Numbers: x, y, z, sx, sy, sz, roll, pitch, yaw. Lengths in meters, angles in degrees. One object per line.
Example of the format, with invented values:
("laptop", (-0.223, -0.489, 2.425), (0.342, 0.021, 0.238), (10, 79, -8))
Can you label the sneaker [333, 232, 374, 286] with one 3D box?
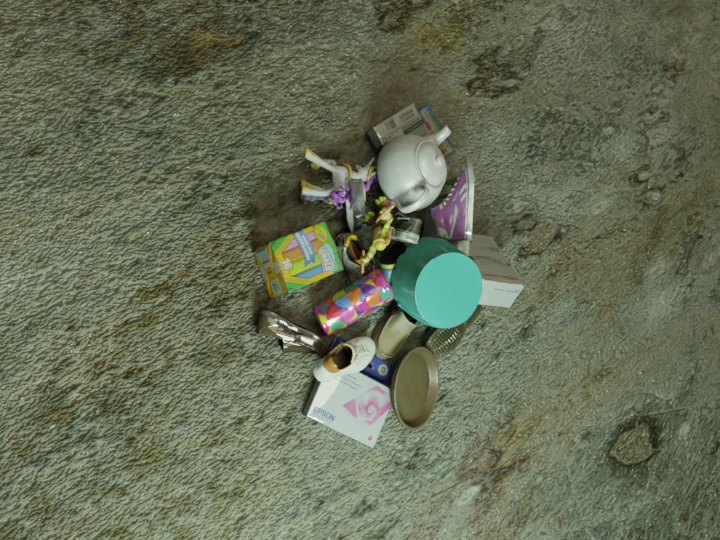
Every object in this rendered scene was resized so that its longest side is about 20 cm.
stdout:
("sneaker", (0.000, 0.000, 1.694), (0.078, 0.082, 0.202), (-38, 101, -29))

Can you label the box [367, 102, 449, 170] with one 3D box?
("box", (0.128, -0.314, 1.822), (0.155, 0.041, 0.202), (-36, 98, -28))

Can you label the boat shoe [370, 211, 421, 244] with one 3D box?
("boat shoe", (0.091, -0.108, 1.693), (0.070, 0.199, 0.065), (18, 90, -29))

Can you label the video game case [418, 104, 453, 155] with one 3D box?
("video game case", (0.150, -0.342, 1.872), (0.199, 0.018, 0.145), (-37, 99, -28))

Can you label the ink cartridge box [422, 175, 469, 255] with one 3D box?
("ink cartridge box", (0.224, -0.132, 1.801), (0.047, 0.144, 0.205), (17, 73, -34))

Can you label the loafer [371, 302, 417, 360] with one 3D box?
("loafer", (0.096, 0.134, 1.731), (0.076, 0.067, 0.202), (39, 66, -17))

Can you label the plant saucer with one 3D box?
("plant saucer", (0.132, 0.289, 1.708), (0.198, 0.029, 0.205), (-2, 93, -51))

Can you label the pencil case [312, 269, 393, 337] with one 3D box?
("pencil case", (-0.019, 0.078, 1.636), (0.197, 0.088, 0.090), (-30, 96, -4))

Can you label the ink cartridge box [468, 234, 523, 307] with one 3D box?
("ink cartridge box", (0.312, -0.003, 1.802), (0.142, 0.084, 0.202), (7, 38, -27))

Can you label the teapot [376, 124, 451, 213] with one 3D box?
("teapot", (0.143, -0.244, 1.690), (0.195, 0.144, 0.205), (-10, 88, -46))

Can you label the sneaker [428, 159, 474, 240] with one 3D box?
("sneaker", (0.225, -0.177, 1.709), (0.111, 0.073, 0.205), (3, 77, 11))

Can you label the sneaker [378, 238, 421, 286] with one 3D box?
("sneaker", (0.105, -0.020, 1.761), (0.200, 0.065, 0.080), (-39, 131, -49))

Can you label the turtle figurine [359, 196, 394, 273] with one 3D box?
("turtle figurine", (0.049, -0.101, 1.613), (0.063, 0.202, 0.163), (14, 37, -10))

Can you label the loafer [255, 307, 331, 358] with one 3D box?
("loafer", (-0.159, 0.158, 1.596), (0.198, 0.073, 0.072), (30, 80, -16))

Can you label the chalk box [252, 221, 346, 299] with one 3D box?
("chalk box", (-0.127, -0.032, 1.609), (0.197, 0.124, 0.126), (-24, 93, -30))

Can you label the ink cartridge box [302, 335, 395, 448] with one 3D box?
("ink cartridge box", (-0.014, 0.289, 1.647), (0.194, 0.043, 0.203), (29, 78, -20))

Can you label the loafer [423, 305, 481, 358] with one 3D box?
("loafer", (0.235, 0.145, 1.802), (0.200, 0.067, 0.076), (-43, 106, -10))

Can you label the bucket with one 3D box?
("bucket", (0.184, 0.032, 1.644), (0.202, 0.135, 0.212), (-4, 105, -17))

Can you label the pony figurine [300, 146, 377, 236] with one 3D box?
("pony figurine", (-0.046, -0.198, 1.681), (0.195, 0.167, 0.198), (7, 69, -11))

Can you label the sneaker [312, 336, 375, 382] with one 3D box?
("sneaker", (-0.017, 0.196, 1.594), (0.198, 0.085, 0.074), (-25, 77, -49))
